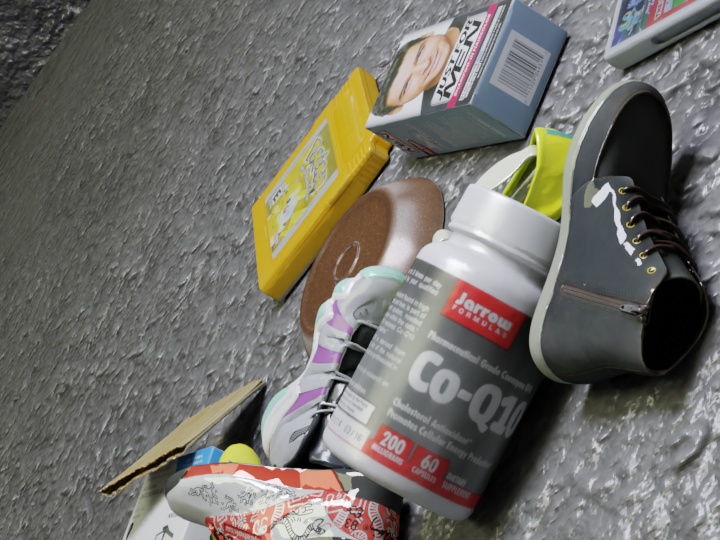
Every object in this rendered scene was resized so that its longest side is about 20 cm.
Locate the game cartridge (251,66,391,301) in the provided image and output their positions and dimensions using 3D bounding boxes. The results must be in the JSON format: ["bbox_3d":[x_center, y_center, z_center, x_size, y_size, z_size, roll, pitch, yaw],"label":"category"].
[{"bbox_3d":[-0.043,-0.091,1.514,0.200,0.032,0.177,-54,23,22],"label":"game cartridge"}]

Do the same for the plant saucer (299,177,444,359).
[{"bbox_3d":[0.000,0.000,1.307,0.200,0.037,0.201,-47,26,31],"label":"plant saucer"}]

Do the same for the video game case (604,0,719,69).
[{"bbox_3d":[0.257,-0.257,1.062,0.182,0.023,0.201,-25,43,56],"label":"video game case"}]

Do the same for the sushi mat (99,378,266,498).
[{"bbox_3d":[-0.156,0.148,1.349,0.095,0.012,0.200,-31,3,21],"label":"sushi mat"}]

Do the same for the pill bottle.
[{"bbox_3d":[0.068,0.052,0.989,0.201,0.114,0.114,-62,22,0],"label":"pill bottle"}]

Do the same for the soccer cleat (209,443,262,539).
[{"bbox_3d":[-0.074,0.221,1.160,0.083,0.065,0.201,-23,48,20],"label":"soccer cleat"}]

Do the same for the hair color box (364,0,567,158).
[{"bbox_3d":[0.085,-0.160,1.274,0.200,0.060,0.099,-2,62,66],"label":"hair color box"}]

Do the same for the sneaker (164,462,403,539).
[{"bbox_3d":[-0.068,0.202,1.086,0.200,0.067,0.108,-3,60,27],"label":"sneaker"}]

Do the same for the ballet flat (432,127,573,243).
[{"bbox_3d":[0.093,-0.024,1.086,0.200,0.067,0.067,-52,24,23],"label":"ballet flat"}]

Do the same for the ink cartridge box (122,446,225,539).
[{"bbox_3d":[-0.153,0.265,1.264,0.146,0.084,0.201,-25,41,56],"label":"ink cartridge box"}]

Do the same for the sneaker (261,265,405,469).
[{"bbox_3d":[-0.008,0.105,1.160,0.201,0.077,0.140,-63,21,24],"label":"sneaker"}]

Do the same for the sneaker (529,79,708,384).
[{"bbox_3d":[0.177,-0.025,0.913,0.106,0.075,0.201,-5,68,59],"label":"sneaker"}]
